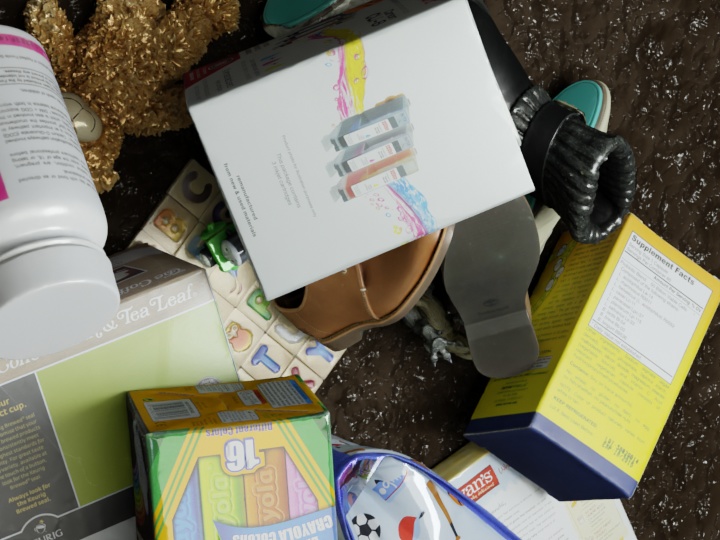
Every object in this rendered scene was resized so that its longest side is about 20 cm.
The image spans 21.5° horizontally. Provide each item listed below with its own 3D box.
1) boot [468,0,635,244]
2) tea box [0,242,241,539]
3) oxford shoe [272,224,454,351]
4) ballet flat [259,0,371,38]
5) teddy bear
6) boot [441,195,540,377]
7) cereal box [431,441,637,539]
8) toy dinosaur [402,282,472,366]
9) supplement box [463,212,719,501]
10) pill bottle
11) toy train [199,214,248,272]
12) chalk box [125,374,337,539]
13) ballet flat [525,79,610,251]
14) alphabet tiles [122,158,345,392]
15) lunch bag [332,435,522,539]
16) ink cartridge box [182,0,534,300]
[{"bbox_3d":[0.120,-0.117,1.416,0.079,0.158,0.211,-46,144,0],"label":"boot"},{"bbox_3d":[-0.192,0.110,1.341,0.199,0.134,0.198,-21,108,-21],"label":"tea box"},{"bbox_3d":[0.000,0.000,1.392,0.071,0.200,0.072,27,52,-22],"label":"oxford shoe"},{"bbox_3d":[0.009,-0.236,1.435,0.072,0.072,0.200,46,77,-25],"label":"ballet flat"},{"bbox_3d":[-0.169,-0.150,1.353,0.200,0.067,0.145,-37,110,-18],"label":"teddy bear"},{"bbox_3d":[0.095,-0.009,1.419,0.073,0.076,0.201,-9,139,0],"label":"boot"},{"bbox_3d":[0.153,0.217,1.592,0.144,0.039,0.201,-32,110,-21],"label":"cereal box"},{"bbox_3d":[0.043,0.022,1.480,0.047,0.088,0.200,-41,114,2],"label":"toy dinosaur"},{"bbox_3d":[0.188,0.072,1.519,0.109,0.109,0.201,35,69,-18],"label":"supplement box"},{"bbox_3d":[-0.232,-0.051,1.240,0.113,0.114,0.201,-11,63,-25],"label":"pill bottle"},{"bbox_3d":[-0.036,-0.061,1.435,0.200,0.056,0.042,-37,112,-22],"label":"toy train"},{"bbox_3d":[-0.082,0.183,1.250,0.123,0.125,0.201,-6,101,-12],"label":"chalk box"},{"bbox_3d":[0.147,-0.062,1.540,0.069,0.069,0.200,39,82,-27],"label":"ballet flat"},{"bbox_3d":[-0.087,0.015,1.455,0.200,0.006,0.167,41,79,-26],"label":"alphabet tiles"},{"bbox_3d":[0.009,0.195,1.443,0.200,0.170,0.124,44,73,-27],"label":"lunch bag"},{"bbox_3d":[-0.003,-0.096,1.297,0.199,0.145,0.145,-21,105,-1],"label":"ink cartridge box"}]
